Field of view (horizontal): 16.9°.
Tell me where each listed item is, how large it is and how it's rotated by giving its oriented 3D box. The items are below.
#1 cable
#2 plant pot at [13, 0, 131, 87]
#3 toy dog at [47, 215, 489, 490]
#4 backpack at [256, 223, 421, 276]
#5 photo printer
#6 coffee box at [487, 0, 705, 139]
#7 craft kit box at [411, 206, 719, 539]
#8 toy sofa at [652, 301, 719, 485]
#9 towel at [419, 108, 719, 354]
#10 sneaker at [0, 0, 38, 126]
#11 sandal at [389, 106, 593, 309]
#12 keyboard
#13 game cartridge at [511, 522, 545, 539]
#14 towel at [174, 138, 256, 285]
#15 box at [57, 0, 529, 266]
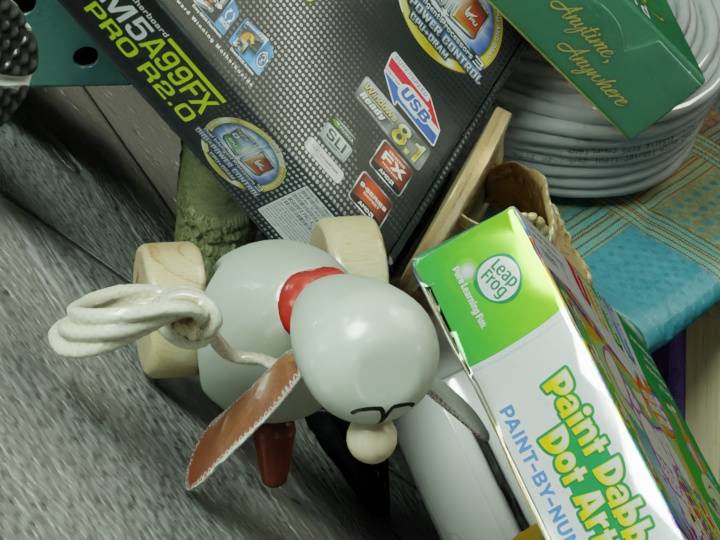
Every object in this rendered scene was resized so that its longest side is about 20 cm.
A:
[{"bbox_3d":[0.073,-0.112,1.129,0.199,0.069,0.200,1,41,-18],"label":"cable"},{"bbox_3d":[-0.130,-0.177,1.050,0.141,0.142,0.200,-3,43,-16],"label":"plant pot"},{"bbox_3d":[-0.023,0.041,0.826,0.200,0.131,0.097,-58,143,-79],"label":"toy dog"},{"bbox_3d":[0.050,-0.020,1.243,0.191,0.200,0.154,47,-30,-2],"label":"backpack"},{"bbox_3d":[0.070,0.094,1.028,0.167,0.069,0.200,64,5,-7],"label":"photo printer"},{"bbox_3d":[0.073,-0.156,1.035,0.123,0.044,0.200,40,22,-35],"label":"coffee box"},{"bbox_3d":[0.102,0.094,0.834,0.198,0.048,0.200,67,12,21],"label":"craft kit box"},{"bbox_3d":[0.156,0.110,1.161,0.097,0.201,0.083,-1,-4,30],"label":"toy sofa"},{"bbox_3d":[0.121,-0.034,1.126,0.146,0.022,0.200,34,38,22],"label":"towel"},{"bbox_3d":[-0.194,-0.110,0.797,0.080,0.074,0.200,33,-8,41],"label":"sneaker"},{"bbox_3d":[0.058,-0.007,0.946,0.069,0.078,0.212,30,-7,0],"label":"sandal"},{"bbox_3d":[0.000,0.000,1.041,0.104,0.039,0.201,55,23,-43],"label":"keyboard"},{"bbox_3d":[0.115,0.199,0.852,0.176,0.032,0.200,48,18,-16],"label":"game cartridge"},{"bbox_3d":[-0.058,-0.104,1.092,0.036,0.149,0.201,5,45,-6],"label":"towel"},{"bbox_3d":[-0.032,-0.117,0.953,0.200,0.044,0.160,49,48,-18],"label":"box"}]
